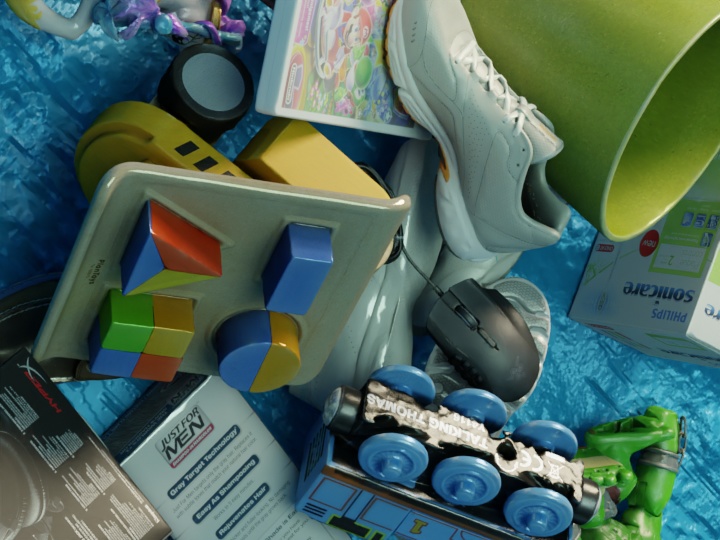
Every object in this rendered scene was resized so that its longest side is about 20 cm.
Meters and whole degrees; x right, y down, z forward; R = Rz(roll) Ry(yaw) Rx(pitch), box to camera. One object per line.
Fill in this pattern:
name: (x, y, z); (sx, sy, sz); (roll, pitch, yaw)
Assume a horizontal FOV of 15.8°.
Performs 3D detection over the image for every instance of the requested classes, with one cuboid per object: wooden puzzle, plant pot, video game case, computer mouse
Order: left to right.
wooden puzzle: (-0.085, 0.015, 1.582); (0.199, 0.186, 0.046); (4, 51, -22)
video game case: (0.006, -0.162, 1.659); (0.200, 0.018, 0.144); (4, 99, -60)
computer mouse: (0.052, 0.009, 1.720); (0.059, 0.034, 0.200); (-44, 106, -8)
plant pot: (0.143, -0.151, 1.767); (0.187, 0.200, 0.188); (-44, 155, -26)

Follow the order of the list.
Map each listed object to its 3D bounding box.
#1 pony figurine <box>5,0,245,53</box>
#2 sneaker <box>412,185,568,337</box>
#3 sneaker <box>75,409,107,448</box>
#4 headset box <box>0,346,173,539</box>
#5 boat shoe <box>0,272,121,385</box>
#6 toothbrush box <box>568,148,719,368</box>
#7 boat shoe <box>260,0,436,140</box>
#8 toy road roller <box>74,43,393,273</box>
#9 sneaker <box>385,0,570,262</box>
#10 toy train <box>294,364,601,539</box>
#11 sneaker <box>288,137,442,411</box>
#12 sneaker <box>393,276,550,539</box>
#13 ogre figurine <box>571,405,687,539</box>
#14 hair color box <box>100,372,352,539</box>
pony figurine: (-0.136, -0.221, 1.647); (0.199, 0.167, 0.194); (15, 115, -31)
sneaker: (0.088, -0.038, 1.835); (0.080, 0.070, 0.200); (42, 76, -2)
sneaker: (-0.196, 0.185, 1.673); (0.112, 0.073, 0.201); (-34, 112, -25)
headset box: (-0.232, 0.165, 1.551); (0.149, 0.077, 0.200); (50, 48, -3)
boat shoe: (-0.160, 0.035, 1.682); (0.199, 0.072, 0.073); (-11, 100, -29)
toothbrush box: (0.253, -0.037, 1.878); (0.086, 0.145, 0.201); (24, 83, -30)
boat shoe: (0.000, -0.144, 1.770); (0.066, 0.072, 0.201); (-38, 127, 5)
toy road roller: (-0.094, -0.028, 1.645); (0.200, 0.123, 0.146); (38, 52, -4)
sneaker: (0.085, -0.103, 1.684); (0.076, 0.092, 0.201); (-42, 120, -45)
toy train: (0.057, 0.136, 1.719); (0.199, 0.114, 0.087); (21, 46, -14)
sneaker: (0.000, 0.000, 1.774); (0.075, 0.088, 0.201); (30, 74, -65)
sneaker: (0.068, 0.093, 1.805); (0.074, 0.082, 0.201); (25, 99, -6)
ogre figurine: (0.179, 0.180, 1.882); (0.098, 0.200, 0.121); (3, 108, 13)
hair color box: (-0.085, 0.166, 1.745); (0.100, 0.060, 0.200); (-44, 114, -20)
